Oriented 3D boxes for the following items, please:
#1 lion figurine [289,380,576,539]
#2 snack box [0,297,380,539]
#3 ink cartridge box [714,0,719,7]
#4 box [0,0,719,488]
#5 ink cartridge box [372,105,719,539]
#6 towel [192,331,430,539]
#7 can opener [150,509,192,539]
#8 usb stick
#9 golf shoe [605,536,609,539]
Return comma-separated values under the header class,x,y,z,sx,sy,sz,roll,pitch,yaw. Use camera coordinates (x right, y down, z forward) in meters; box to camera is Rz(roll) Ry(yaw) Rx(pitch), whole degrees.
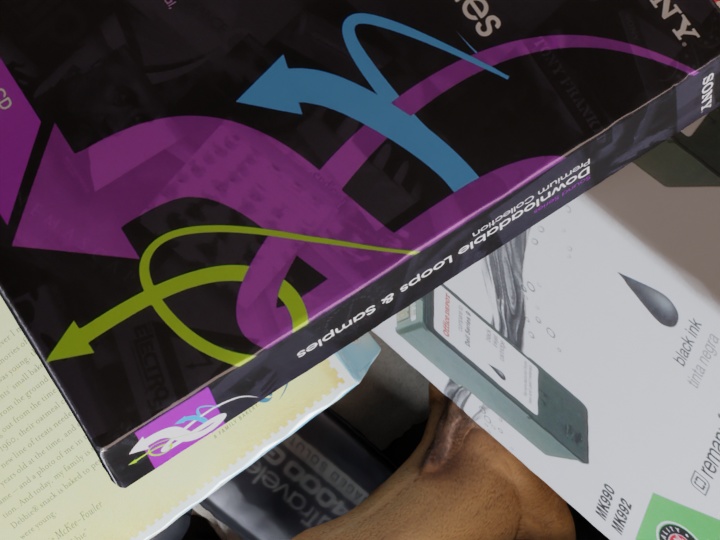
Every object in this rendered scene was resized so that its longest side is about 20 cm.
class,x,y,z,sx,sy,sz,roll,pitch,yaw
lion figurine,0.017,0.090,0.800,0.200,0.072,0.123,-47,134,-36
snack box,-0.106,0.041,0.767,0.200,0.037,0.116,-37,95,18
ink cartridge box,0.179,-0.151,0.838,0.198,0.084,0.147,-3,113,-23
box,-0.018,-0.056,0.649,0.199,0.143,0.036,-32,160,-9
ink cartridge box,0.077,-0.005,0.724,0.084,0.200,0.146,-39,158,-27
towel,0.000,0.000,0.859,0.199,0.034,0.133,-33,123,-7
can opener,-0.134,0.139,0.852,0.063,0.079,0.201,39,101,13
usb stick,-0.020,0.075,0.844,0.056,0.033,0.200,-51,124,-6
golf shoe,0.192,0.074,0.942,0.200,0.094,0.078,-44,122,-1
